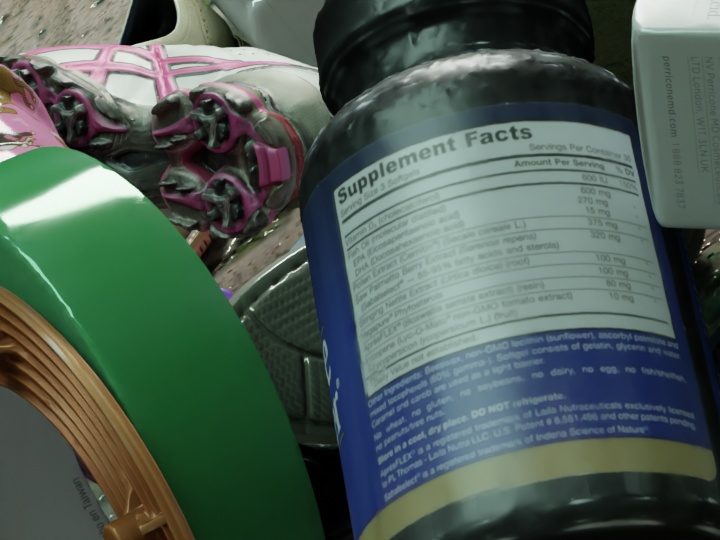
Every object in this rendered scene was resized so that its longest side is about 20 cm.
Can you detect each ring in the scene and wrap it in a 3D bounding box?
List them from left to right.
[{"bbox_3d":[-0.095,0.096,0.902,0.019,0.201,0.200,-25,18,-27],"label":"ring"}]

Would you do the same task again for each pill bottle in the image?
[{"bbox_3d":[0.042,0.007,0.856,0.112,0.112,0.200,-26,57,28],"label":"pill bottle"}]

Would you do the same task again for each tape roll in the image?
[{"bbox_3d":[-0.085,0.062,0.927,0.048,0.201,0.200,-25,18,-27],"label":"tape roll"}]

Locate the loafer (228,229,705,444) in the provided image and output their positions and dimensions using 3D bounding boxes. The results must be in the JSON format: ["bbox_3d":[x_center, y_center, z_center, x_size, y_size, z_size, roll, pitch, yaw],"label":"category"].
[{"bbox_3d":[0.026,0.014,0.958,0.200,0.072,0.063,-22,-4,-33],"label":"loafer"}]

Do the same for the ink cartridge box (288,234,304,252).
[{"bbox_3d":[0.038,-0.023,1.082,0.200,0.042,0.119,-50,27,-21],"label":"ink cartridge box"}]

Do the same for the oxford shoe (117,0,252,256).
[{"bbox_3d":[-0.098,-0.053,1.270,0.071,0.074,0.200,-27,29,26],"label":"oxford shoe"}]

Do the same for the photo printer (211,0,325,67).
[{"bbox_3d":[-0.005,-0.176,1.343,0.166,0.069,0.200,-41,25,0],"label":"photo printer"}]

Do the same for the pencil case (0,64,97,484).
[{"bbox_3d":[-0.115,-0.001,1.089,0.083,0.087,0.200,-11,36,-28],"label":"pencil case"}]

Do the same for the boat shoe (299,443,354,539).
[{"bbox_3d":[-0.019,0.082,0.971,0.200,0.057,0.069,-4,44,51],"label":"boat shoe"}]

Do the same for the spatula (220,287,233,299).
[{"bbox_3d":[0.000,0.000,1.004,0.200,0.057,0.021,-33,-16,-11],"label":"spatula"}]

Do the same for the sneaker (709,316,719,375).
[{"bbox_3d":[0.133,0.002,0.876,0.080,0.077,0.200,-44,24,18],"label":"sneaker"}]

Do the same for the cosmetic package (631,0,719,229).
[{"bbox_3d":[0.182,-0.064,0.812,0.200,0.074,0.102,0,38,16],"label":"cosmetic package"}]

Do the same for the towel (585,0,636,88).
[{"bbox_3d":[0.113,-0.099,0.939,0.200,0.148,0.037,-15,65,9],"label":"towel"}]

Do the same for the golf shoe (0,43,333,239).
[{"bbox_3d":[-0.076,-0.055,1.188,0.200,0.073,0.092,11,23,40],"label":"golf shoe"}]
